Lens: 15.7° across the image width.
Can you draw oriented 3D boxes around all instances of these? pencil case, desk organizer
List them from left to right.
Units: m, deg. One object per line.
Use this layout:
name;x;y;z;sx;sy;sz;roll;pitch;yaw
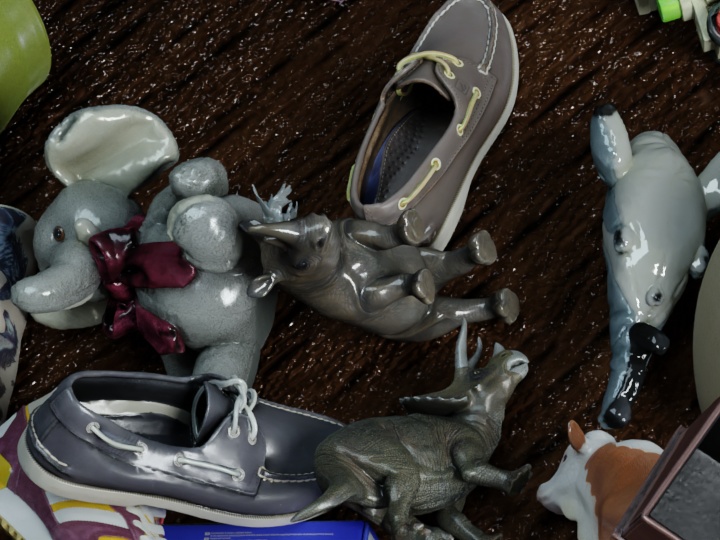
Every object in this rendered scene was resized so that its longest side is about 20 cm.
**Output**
pencil case;-0.245;0.051;1.560;0.078;0.089;0.200;-6;54;21
desk organizer;0.230;0.146;1.247;0.200;0.077;0.072;34;65;2

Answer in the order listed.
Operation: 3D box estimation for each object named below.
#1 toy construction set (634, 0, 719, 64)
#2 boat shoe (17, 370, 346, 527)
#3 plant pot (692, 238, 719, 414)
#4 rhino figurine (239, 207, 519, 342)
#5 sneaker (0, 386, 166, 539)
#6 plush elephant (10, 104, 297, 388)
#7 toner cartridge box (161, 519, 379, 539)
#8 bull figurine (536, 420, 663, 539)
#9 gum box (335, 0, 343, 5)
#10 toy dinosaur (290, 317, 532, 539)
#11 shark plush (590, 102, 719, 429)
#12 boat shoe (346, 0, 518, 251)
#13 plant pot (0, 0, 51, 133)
toy construction set;0.241;-0.195;1.553;0.200;0.092;0.131;-19;74;17
boat shoe;-0.079;0.089;1.392;0.200;0.063;0.073;5;43;-26
plant pot;0.262;0.012;1.362;0.200;0.135;0.200;-10;52;13
rhino figurine;0.000;0.000;1.445;0.087;0.200;0.060;-13;72;33
sneaker;-0.134;0.132;1.409;0.200;0.075;0.090;34;77;36
plush elephant;-0.130;-0.003;1.515;0.155;0.165;0.200;6;27;9
toner cartridge box;-0.090;0.188;1.426;0.200;0.043;0.095;-3;53;19
bull figurine;0.170;0.146;1.342;0.200;0.065;0.122;9;62;27
gum box;-0.017;-0.273;1.728;0.113;0.066;0.200;21;65;34
toy dinosaur;0.022;0.109;1.398;0.200;0.077;0.102;-22;48;-38
shark plush;0.164;0.001;1.449;0.091;0.083;0.200;7;57;-14
boat shoe;0.043;-0.095;1.576;0.072;0.060;0.200;7;58;26
plant pot;-0.306;-0.120;1.662;0.200;0.200;0.193;28;57;35
